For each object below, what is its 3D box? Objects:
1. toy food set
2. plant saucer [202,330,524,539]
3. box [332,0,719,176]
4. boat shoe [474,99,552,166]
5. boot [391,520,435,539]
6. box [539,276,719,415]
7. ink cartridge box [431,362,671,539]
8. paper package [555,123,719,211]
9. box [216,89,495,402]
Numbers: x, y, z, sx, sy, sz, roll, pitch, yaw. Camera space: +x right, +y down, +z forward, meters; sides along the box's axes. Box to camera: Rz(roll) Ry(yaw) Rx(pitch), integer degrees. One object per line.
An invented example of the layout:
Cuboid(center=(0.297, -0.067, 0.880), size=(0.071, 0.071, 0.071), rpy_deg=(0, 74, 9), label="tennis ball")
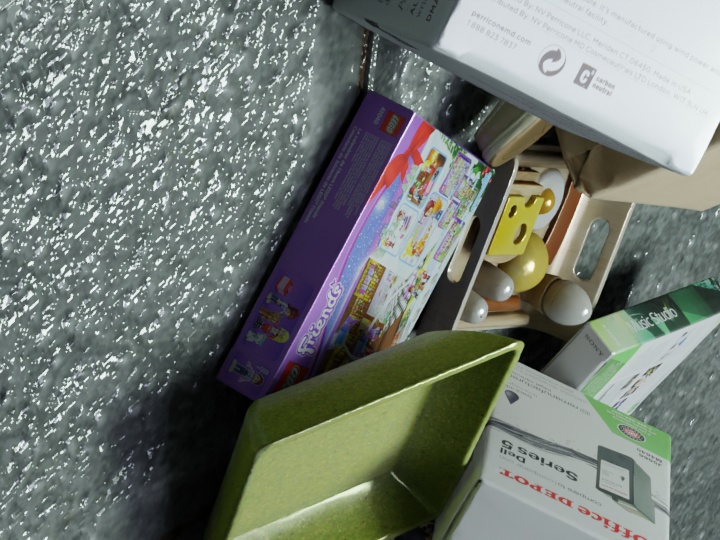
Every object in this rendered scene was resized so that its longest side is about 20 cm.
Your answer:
Cuboid(center=(0.125, -0.012, 1.594), size=(0.200, 0.060, 0.144), rpy_deg=(-1, 115, -59), label="toy food set")
Cuboid(center=(-0.014, 0.117, 1.419), size=(0.200, 0.048, 0.200), rpy_deg=(-21, 150, -31), label="plant saucer")
Cuboid(center=(0.126, -0.189, 1.297), size=(0.199, 0.131, 0.201), rpy_deg=(23, 94, -30), label="box")
Cuboid(center=(0.132, -0.156, 1.484), size=(0.200, 0.065, 0.072), rpy_deg=(-51, 174, -5), label="boat shoe")
Cuboid(center=(0.111, 0.210, 1.663), size=(0.200, 0.150, 0.073), rpy_deg=(-11, 123, -55), label="boot")
Cuboid(center=(0.191, 0.077, 1.749), size=(0.200, 0.036, 0.144), rpy_deg=(-18, 153, -54), label="box")
Cuboid(center=(0.134, 0.159, 1.575), size=(0.084, 0.145, 0.200), rpy_deg=(-63, -176, 23), label="ink cartridge box")
Cuboid(center=(0.258, -0.122, 1.578), size=(0.200, 0.190, 0.104), rpy_deg=(3, 67, -59), label="paper package")
Cuboid(center=(0.000, 0.000, 1.424), size=(0.200, 0.039, 0.137), rpy_deg=(-62, 153, -1), label="box")
